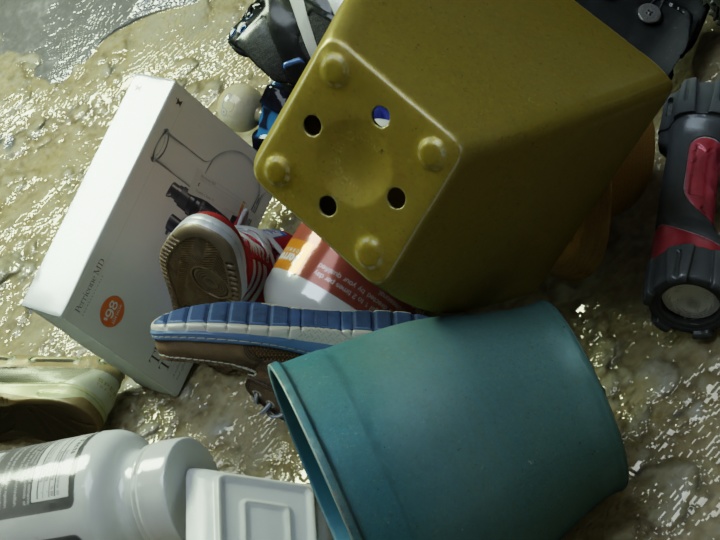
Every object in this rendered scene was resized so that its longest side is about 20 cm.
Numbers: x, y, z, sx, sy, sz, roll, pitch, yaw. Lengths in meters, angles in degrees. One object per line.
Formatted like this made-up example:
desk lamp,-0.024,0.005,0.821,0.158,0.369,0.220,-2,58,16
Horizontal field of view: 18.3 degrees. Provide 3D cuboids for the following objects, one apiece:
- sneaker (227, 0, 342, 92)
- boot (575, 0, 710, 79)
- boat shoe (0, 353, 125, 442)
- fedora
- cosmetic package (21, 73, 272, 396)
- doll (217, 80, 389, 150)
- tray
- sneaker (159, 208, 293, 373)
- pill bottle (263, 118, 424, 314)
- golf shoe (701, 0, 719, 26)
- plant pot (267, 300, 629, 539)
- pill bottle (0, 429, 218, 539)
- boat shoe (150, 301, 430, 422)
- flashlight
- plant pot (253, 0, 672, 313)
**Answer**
sneaker,-0.068,-0.228,1.752,0.111,0.073,0.201,-33,62,17
boot,0.144,-0.189,1.656,0.199,0.066,0.165,35,69,1
boat shoe,-0.279,0.092,1.782,0.199,0.073,0.063,1,47,32
fedora,0.153,-0.096,1.589,0.081,0.202,0.201,-15,35,-24
cosmetic package,-0.156,-0.026,1.713,0.051,0.151,0.201,13,73,42
doll,-0.032,-0.112,1.768,0.199,0.048,0.138,19,105,35
tray,-0.063,0.205,1.502,0.106,0.022,0.201,10,39,-13
sneaker,-0.088,-0.014,1.661,0.071,0.200,0.113,32,65,13
pill bottle,0.000,0.000,1.626,0.112,0.112,0.201,22,76,44
golf shoe,0.323,-0.191,1.604,0.200,0.077,0.088,35,70,30
plant pot,0.063,0.115,1.441,0.187,0.201,0.200,-24,41,-7
pill bottle,-0.203,0.176,1.620,0.199,0.111,0.111,-12,47,27
boat shoe,-0.047,0.066,1.532,0.198,0.073,0.072,4,13,3
flashlight,0.239,-0.049,1.551,0.068,0.067,0.201,-40,25,46
plant pot,0.044,-0.088,1.444,0.195,0.200,0.195,40,121,14
